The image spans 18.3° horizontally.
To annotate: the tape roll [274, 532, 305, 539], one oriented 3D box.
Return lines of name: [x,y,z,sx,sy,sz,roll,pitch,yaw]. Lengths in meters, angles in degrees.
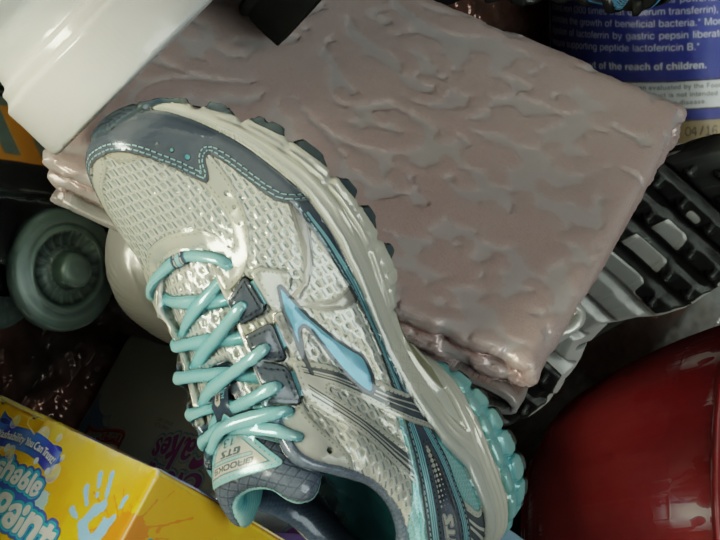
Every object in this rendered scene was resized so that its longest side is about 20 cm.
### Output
tape roll: [-0.042,0.194,0.878,0.200,0.200,0.085,35,35,-35]

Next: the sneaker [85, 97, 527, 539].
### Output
sneaker: [-0.024,0.033,0.732,0.200,0.077,0.086,50,48,-14]

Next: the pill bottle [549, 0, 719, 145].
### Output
pill bottle: [0.140,-0.150,0.996,0.115,0.116,0.201,-11,106,-33]

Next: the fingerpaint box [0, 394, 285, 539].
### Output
fingerpaint box: [-0.136,0.134,0.801,0.073,0.200,0.167,34,78,-36]

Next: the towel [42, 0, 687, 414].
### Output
towel: [0.006,-0.046,0.850,0.191,0.199,0.032,-56,167,-47]

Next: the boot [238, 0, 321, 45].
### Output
boot: [-0.040,-0.197,0.883,0.158,0.079,0.211,40,40,-4]

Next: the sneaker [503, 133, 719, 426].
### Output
sneaker: [0.109,-0.012,0.973,0.066,0.200,0.091,40,41,-9]

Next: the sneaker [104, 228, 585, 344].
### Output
sneaker: [0.000,0.000,0.868,0.199,0.088,0.076,12,74,-36]

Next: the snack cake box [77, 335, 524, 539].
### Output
snack cake box: [-0.012,0.107,0.937,0.200,0.115,0.067,35,79,-34]

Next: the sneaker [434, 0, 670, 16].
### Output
sneaker: [0.086,-0.133,0.919,0.082,0.199,0.073,62,30,-15]

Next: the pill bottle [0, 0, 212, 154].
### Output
pill bottle: [-0.141,-0.143,0.757,0.200,0.116,0.116,45,71,-7]

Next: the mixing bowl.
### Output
mixing bowl: [0.140,0.122,1.031,0.200,0.108,0.201,-5,90,-67]

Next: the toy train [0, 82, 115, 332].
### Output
toy train: [-0.167,-0.039,0.823,0.199,0.085,0.115,7,86,-36]
